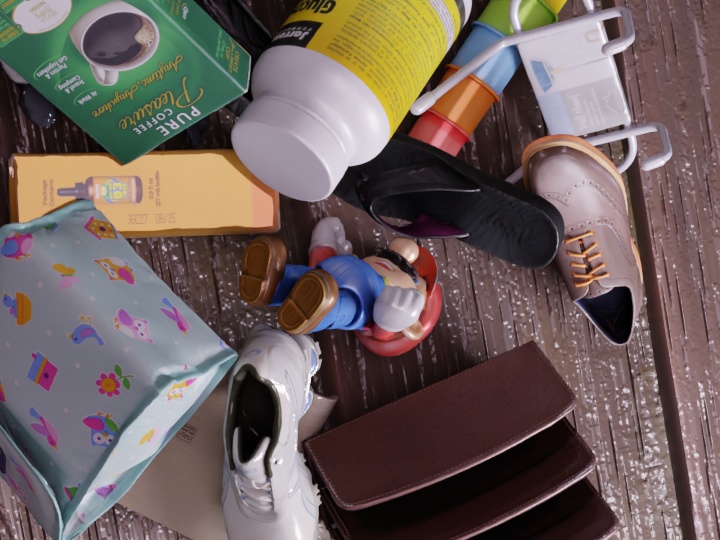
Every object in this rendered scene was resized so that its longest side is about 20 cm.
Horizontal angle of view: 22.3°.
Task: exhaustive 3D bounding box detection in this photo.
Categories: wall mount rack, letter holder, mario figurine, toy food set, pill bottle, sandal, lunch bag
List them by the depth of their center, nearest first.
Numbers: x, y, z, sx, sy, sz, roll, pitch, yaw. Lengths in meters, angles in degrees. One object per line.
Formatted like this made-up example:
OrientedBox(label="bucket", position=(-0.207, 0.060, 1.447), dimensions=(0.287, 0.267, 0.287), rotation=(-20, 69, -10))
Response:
OrientedBox(label="lunch bag", position=(-0.215, 0.080, 1.288), dimensions=(0.170, 0.122, 0.200), rotation=(46, 119, 12))
OrientedBox(label="pill bottle", position=(-0.009, -0.152, 1.340), dimensions=(0.112, 0.112, 0.200), rotation=(39, 61, -13))
OrientedBox(label="mario figurine", position=(0.000, 0.000, 1.354), dimensions=(0.106, 0.200, 0.124), rotation=(-29, 73, 27))
OrientedBox(label="sandal", position=(0.055, -0.052, 1.372), dimensions=(0.200, 0.048, 0.075), rotation=(19, 129, 20))
OrientedBox(label="letter holder", position=(0.080, 0.166, 1.377), dimensions=(0.200, 0.142, 0.101), rotation=(-23, 133, -12))
OrientedBox(label="toy food set", position=(-0.134, 0.115, 1.387), dimensions=(0.200, 0.060, 0.144), rotation=(28, 97, -12))
OrientedBox(label="wall mount rack", position=(0.139, -0.121, 1.399), dimensions=(0.173, 0.075, 0.200), rotation=(-15, 128, 14))

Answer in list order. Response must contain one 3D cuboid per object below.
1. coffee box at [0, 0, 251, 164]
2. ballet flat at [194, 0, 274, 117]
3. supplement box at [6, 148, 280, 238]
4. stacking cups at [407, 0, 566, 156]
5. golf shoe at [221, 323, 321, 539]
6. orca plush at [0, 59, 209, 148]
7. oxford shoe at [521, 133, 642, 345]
OrientedBox(label="coffee box", position=(-0.183, -0.168, 1.246), dimensions=(0.123, 0.044, 0.200), rotation=(-29, 127, 28))
OrientedBox(label="ballet flat", position=(-0.093, -0.169, 1.369), dimensions=(0.200, 0.057, 0.067), rotation=(46, 66, -20))
OrientedBox(label="supplement box", position=(-0.163, -0.057, 1.361), dimensions=(0.199, 0.069, 0.067), rotation=(-2, 92, -15))
OrientedBox(label="stacking cups", position=(0.098, -0.164, 1.431), dimensions=(0.060, 0.061, 0.200), rotation=(35, 90, -13))
OrientedBox(label="golf shoe", position=(-0.076, 0.143, 1.313), dimensions=(0.078, 0.097, 0.201), rotation=(2, 101, 16))
OrientedBox(label="orca plush", position=(-0.204, -0.156, 1.346), dimensions=(0.200, 0.071, 0.105), rotation=(8, 98, -35))
OrientedBox(label="oxford shoe", position=(0.177, -0.023, 1.394), dimensions=(0.071, 0.073, 0.200), rotation=(-18, 134, 17))
